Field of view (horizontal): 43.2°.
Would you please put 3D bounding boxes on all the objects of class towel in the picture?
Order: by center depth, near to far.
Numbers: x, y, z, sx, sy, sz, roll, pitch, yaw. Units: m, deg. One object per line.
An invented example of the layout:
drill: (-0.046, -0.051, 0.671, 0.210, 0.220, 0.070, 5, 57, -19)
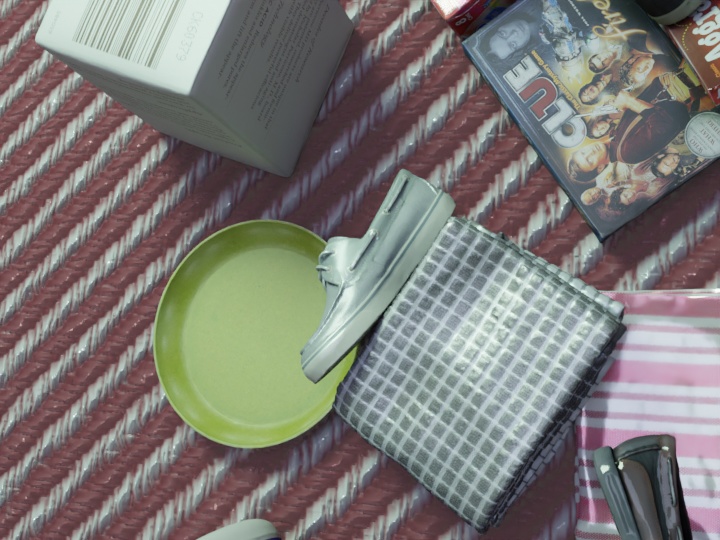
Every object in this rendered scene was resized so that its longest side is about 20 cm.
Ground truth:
towel: (0.235, 0.113, 0.694, 0.145, 0.030, 0.202, -1, 77, 18)
towel: (0.090, 0.073, 0.706, 0.165, 0.085, 0.201, 34, 96, 26)

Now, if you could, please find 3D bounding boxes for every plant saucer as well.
plant saucer: (-0.089, 0.056, 0.808, 0.198, 0.031, 0.202, -4, 77, 16)

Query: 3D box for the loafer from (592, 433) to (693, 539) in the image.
loafer: (0.227, 0.214, 0.638, 0.062, 0.072, 0.202, -23, 84, 12)

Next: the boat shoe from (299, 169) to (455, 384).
boat shoe: (0.000, -0.001, 0.746, 0.071, 0.070, 0.201, 36, 67, 1)

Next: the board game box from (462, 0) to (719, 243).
board game box: (0.194, -0.144, 0.742, 0.135, 0.035, 0.201, -36, 82, 7)

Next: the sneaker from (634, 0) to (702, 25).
sneaker: (0.217, -0.294, 0.720, 0.075, 0.106, 0.201, -37, 36, 37)

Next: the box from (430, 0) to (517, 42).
box: (0.076, -0.300, 0.797, 0.095, 0.100, 0.201, -36, 70, 16)

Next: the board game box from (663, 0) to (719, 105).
board game box: (0.282, -0.215, 0.700, 0.102, 0.019, 0.201, -31, 40, 21)

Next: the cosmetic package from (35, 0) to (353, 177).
cosmetic package: (-0.132, -0.207, 0.792, 0.164, 0.200, 0.166, 22, 85, 21)

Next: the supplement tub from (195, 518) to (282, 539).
supplement tub: (-0.088, 0.310, 0.687, 0.145, 0.145, 0.201, -33, 70, 7)
